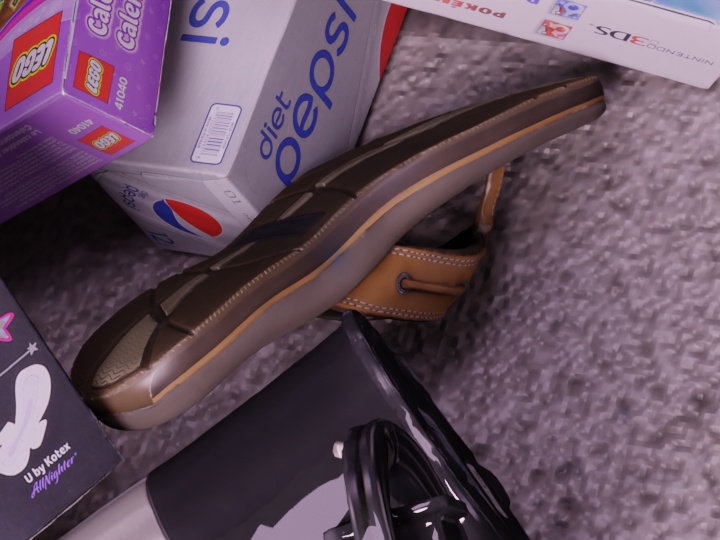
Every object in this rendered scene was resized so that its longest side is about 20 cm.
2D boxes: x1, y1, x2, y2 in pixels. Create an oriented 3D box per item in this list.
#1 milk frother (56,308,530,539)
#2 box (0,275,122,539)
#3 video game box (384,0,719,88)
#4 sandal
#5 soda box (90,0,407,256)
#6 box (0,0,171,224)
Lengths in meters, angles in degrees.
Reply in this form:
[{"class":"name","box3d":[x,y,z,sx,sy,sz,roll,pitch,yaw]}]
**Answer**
[{"class":"milk frother","box3d":[-0.042,0.115,0.753,0.188,0.200,0.181,-36,58,3]},{"class":"box","box3d":[-0.187,0.037,0.844,0.132,0.115,0.200,-41,26,-20]},{"class":"video game box","box3d":[0.046,-0.174,0.910,0.182,0.047,0.200,14,64,-8]},{"class":"sandal","box3d":[0.000,0.000,0.865,0.200,0.055,0.082,-38,17,-31]},{"class":"soda box","box3d":[-0.023,-0.104,0.947,0.063,0.068,0.200,8,66,30]},{"class":"box","box3d":[-0.134,-0.077,0.950,0.200,0.039,0.137,-25,50,44]}]
